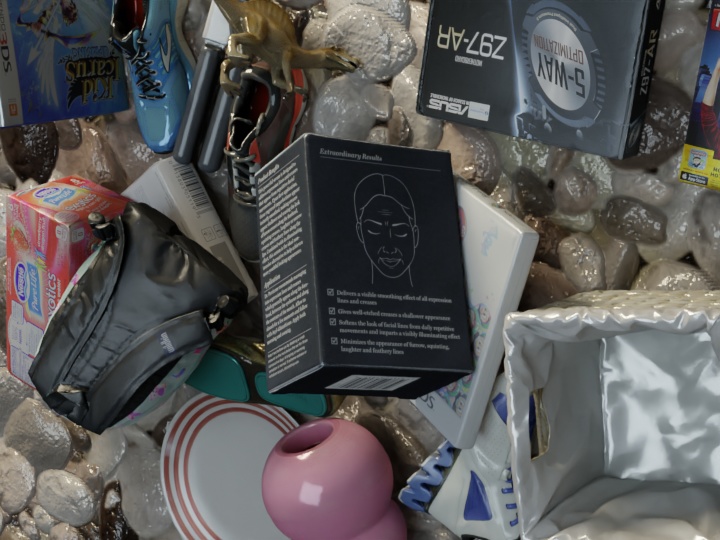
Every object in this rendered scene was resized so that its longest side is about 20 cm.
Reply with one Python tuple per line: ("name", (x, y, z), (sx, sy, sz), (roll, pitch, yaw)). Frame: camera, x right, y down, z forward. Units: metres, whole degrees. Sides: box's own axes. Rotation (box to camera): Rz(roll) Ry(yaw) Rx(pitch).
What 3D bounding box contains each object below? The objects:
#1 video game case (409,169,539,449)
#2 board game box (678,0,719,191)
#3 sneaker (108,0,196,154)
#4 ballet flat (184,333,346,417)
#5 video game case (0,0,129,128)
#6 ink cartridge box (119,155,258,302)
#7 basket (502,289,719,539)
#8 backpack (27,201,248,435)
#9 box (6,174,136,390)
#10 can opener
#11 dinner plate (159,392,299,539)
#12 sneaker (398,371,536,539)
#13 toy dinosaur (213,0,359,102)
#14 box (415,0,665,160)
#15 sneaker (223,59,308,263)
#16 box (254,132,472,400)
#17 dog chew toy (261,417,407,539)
("video game case", (0.076, 0.025, 1.403), (0.182, 0.023, 0.202), (43, 122, 54))
("board game box", (0.365, -0.147, 1.237), (0.198, 0.062, 0.202), (17, 106, 26))
("sneaker", (-0.211, -0.210, 1.537), (0.078, 0.090, 0.202), (-2, 102, 30))
("ballet flat", (-0.094, 0.094, 1.543), (0.198, 0.070, 0.072), (11, 105, 30))
("video game case", (-0.305, -0.233, 1.523), (0.045, 0.200, 0.183), (-3, 98, 28))
("ink cartridge box", (-0.203, -0.002, 1.609), (0.200, 0.050, 0.162), (-34, 81, 47))
("basket", (0.239, 0.117, 1.301), (0.198, 0.160, 0.201), (-1, 99, 30))
("backpack", (-0.210, 0.058, 1.488), (0.167, 0.126, 0.201), (39, 98, 15))
("box", (-0.288, 0.020, 1.597), (0.102, 0.094, 0.202), (23, 120, 34))
("can opener", (-0.133, -0.190, 1.502), (0.053, 0.067, 0.202), (18, 102, 5))
("dinner plate", (-0.115, 0.213, 1.601), (0.198, 0.024, 0.203), (6, 102, 30))
("sneaker", (0.129, 0.174, 1.430), (0.115, 0.080, 0.200), (42, 123, 13))
("toy dinosaur", (-0.097, -0.210, 1.435), (0.199, 0.102, 0.058), (33, 143, -23))
("box", (0.152, -0.194, 1.360), (0.198, 0.043, 0.162), (16, 106, 26))
("sneaker", (-0.105, -0.103, 1.501), (0.076, 0.082, 0.202), (12, 105, 27))
("box", (0.000, 0.000, 1.366), (0.107, 0.147, 0.202), (-30, 60, 56))
("dog chew toy", (-0.013, 0.240, 1.493), (0.123, 0.125, 0.202), (-10, 112, 30))
